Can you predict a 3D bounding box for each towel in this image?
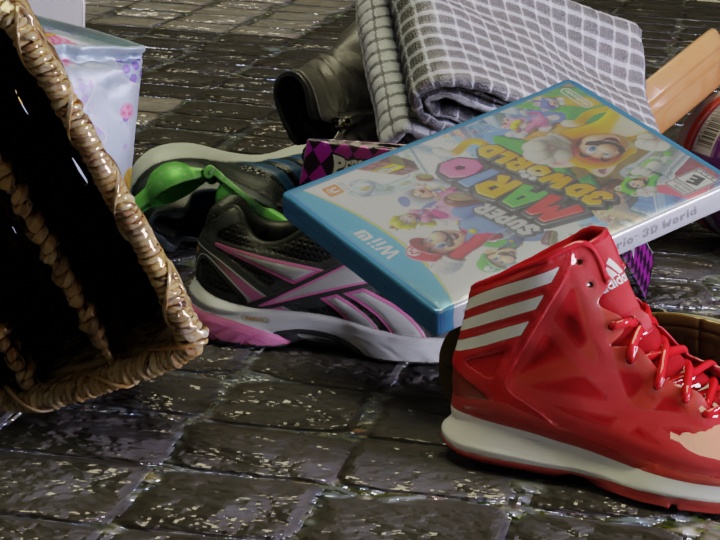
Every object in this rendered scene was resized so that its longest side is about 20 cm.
[{"bbox_3d":[0.101,-0.114,1.467,0.200,0.086,0.166,19,33,-23],"label":"towel"}]

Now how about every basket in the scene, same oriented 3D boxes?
[{"bbox_3d":[-0.184,-0.028,1.123,0.143,0.200,0.149,-28,19,-4],"label":"basket"}]

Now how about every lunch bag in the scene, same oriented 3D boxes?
[{"bbox_3d":[-0.221,-0.068,1.363,0.127,0.170,0.200,-5,14,-41],"label":"lunch bag"}]

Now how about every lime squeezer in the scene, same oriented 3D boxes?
[{"bbox_3d":[-0.096,-0.033,1.461,0.200,0.071,0.038,5,-27,2],"label":"lime squeezer"}]

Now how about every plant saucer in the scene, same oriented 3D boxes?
[{"bbox_3d":[0.186,-0.097,1.665,0.200,0.037,0.200,-39,-3,-2],"label":"plant saucer"}]

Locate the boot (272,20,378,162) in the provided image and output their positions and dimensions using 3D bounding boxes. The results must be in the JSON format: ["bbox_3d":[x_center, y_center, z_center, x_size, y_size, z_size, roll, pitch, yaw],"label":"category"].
[{"bbox_3d":[0.027,-0.070,1.543,0.070,0.200,0.132,-28,14,48],"label":"boot"}]

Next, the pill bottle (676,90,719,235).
[{"bbox_3d":[0.309,-0.058,1.581,0.111,0.112,0.200,-3,14,-24],"label":"pill bottle"}]

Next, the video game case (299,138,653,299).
[{"bbox_3d":[0.075,-0.029,1.398,0.181,0.036,0.200,7,-11,15],"label":"video game case"}]

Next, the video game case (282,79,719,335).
[{"bbox_3d":[0.079,-0.039,1.246,0.200,0.018,0.143,-23,40,-27],"label":"video game case"}]

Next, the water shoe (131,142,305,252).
[{"bbox_3d":[-0.056,-0.038,1.553,0.200,0.072,0.079,-2,40,-21],"label":"water shoe"}]

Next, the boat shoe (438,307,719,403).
[{"bbox_3d":[0.140,0.047,1.164,0.200,0.073,0.065,7,16,25],"label":"boat shoe"}]

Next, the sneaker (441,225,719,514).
[{"bbox_3d":[0.135,0.043,1.086,0.200,0.116,0.078,7,13,16],"label":"sneaker"}]

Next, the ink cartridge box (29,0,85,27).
[{"bbox_3d":[-0.255,-0.122,1.522,0.147,0.200,0.145,2,13,-8],"label":"ink cartridge box"}]

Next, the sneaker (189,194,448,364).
[{"bbox_3d":[0.000,0.000,1.308,0.200,0.086,0.080,3,14,-1],"label":"sneaker"}]
